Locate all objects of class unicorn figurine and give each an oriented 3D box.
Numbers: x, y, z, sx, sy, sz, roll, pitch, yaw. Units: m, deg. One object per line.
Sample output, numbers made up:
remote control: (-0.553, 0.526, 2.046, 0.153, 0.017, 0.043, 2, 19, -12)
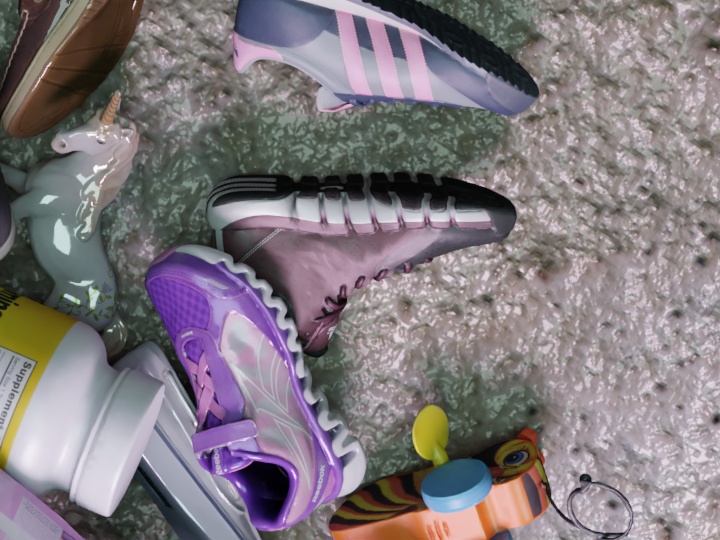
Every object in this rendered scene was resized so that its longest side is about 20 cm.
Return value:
unicorn figurine: (-0.193, -0.025, 1.015, 0.136, 0.074, 0.202, -12, 123, -2)

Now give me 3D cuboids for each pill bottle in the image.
pill bottle: (-0.221, 0.066, 0.950, 0.198, 0.112, 0.113, 23, 98, 0)

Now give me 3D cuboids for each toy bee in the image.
toy bee: (0.084, 0.154, 1.081, 0.198, 0.109, 0.132, 9, 117, 13)

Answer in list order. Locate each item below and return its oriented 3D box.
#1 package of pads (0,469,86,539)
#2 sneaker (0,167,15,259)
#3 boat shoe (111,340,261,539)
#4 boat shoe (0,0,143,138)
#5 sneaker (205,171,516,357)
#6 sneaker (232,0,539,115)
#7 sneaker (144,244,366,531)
package of pads: (-0.187, 0.208, 0.939, 0.120, 0.076, 0.200, -28, 120, 34)
sneaker: (-0.252, -0.107, 0.930, 0.074, 0.107, 0.201, -24, 69, -21)
boat shoe: (-0.100, 0.135, 1.057, 0.065, 0.073, 0.201, -43, 118, -24)
boat shoe: (-0.175, -0.177, 0.991, 0.072, 0.072, 0.201, 37, 108, 17)
sneaker: (0.000, 0.000, 1.047, 0.197, 0.076, 0.117, 2, 107, 3)
sneaker: (0.013, -0.131, 1.026, 0.198, 0.070, 0.083, 23, 115, -9)
sneaker: (-0.076, 0.080, 1.009, 0.088, 0.080, 0.201, -45, 110, -42)
